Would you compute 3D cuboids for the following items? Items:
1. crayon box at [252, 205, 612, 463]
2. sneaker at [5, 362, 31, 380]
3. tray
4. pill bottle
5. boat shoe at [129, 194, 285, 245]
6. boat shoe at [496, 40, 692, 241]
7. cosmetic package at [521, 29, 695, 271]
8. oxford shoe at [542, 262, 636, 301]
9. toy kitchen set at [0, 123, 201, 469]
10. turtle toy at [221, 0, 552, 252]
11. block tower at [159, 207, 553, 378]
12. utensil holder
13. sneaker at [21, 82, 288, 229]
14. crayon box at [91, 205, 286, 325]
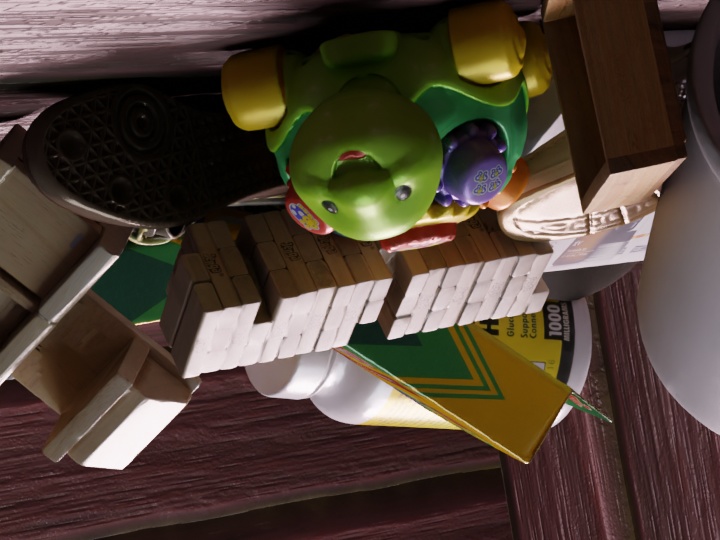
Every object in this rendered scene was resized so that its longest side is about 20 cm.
[{"bbox_3d":[0.030,0.041,1.510,0.200,0.051,0.127,33,176,-23],"label":"crayon box"},{"bbox_3d":[-0.221,-0.015,1.528,0.079,0.096,0.200,-12,-154,-37],"label":"sneaker"},{"bbox_3d":[0.108,-0.084,1.190,0.037,0.099,0.200,-12,176,2],"label":"tray"},{"bbox_3d":[0.033,0.040,1.679,0.199,0.113,0.112,4,170,-30],"label":"pill bottle"},{"bbox_3d":[-0.105,-0.047,1.490,0.201,0.061,0.072,-11,176,23],"label":"boat shoe"},{"bbox_3d":[0.150,-0.080,1.352,0.199,0.070,0.071,-25,154,-2],"label":"boat shoe"},{"bbox_3d":[0.130,-0.063,1.476,0.199,0.052,0.151,-7,144,-42],"label":"cosmetic package"},{"bbox_3d":[0.100,-0.024,1.649,0.199,0.072,0.071,-7,-142,-40],"label":"oxford shoe"},{"bbox_3d":[-0.186,0.078,1.365,0.200,0.163,0.181,-45,-166,27],"label":"toy kitchen set"},{"bbox_3d":[0.014,-0.061,1.265,0.145,0.102,0.200,-11,176,13],"label":"turtle toy"},{"bbox_3d":[0.000,0.000,1.355,0.199,0.054,0.058,-9,146,-26],"label":"block tower"},{"bbox_3d":[0.218,-0.029,1.248,0.169,0.171,0.200,-9,151,-9],"label":"utensil holder"},{"bbox_3d":[-0.099,-0.052,1.351,0.075,0.071,0.199,-12,175,43],"label":"sneaker"},{"bbox_3d":[-0.096,-0.022,1.590,0.199,0.052,0.126,-8,-156,-18],"label":"crayon box"}]
